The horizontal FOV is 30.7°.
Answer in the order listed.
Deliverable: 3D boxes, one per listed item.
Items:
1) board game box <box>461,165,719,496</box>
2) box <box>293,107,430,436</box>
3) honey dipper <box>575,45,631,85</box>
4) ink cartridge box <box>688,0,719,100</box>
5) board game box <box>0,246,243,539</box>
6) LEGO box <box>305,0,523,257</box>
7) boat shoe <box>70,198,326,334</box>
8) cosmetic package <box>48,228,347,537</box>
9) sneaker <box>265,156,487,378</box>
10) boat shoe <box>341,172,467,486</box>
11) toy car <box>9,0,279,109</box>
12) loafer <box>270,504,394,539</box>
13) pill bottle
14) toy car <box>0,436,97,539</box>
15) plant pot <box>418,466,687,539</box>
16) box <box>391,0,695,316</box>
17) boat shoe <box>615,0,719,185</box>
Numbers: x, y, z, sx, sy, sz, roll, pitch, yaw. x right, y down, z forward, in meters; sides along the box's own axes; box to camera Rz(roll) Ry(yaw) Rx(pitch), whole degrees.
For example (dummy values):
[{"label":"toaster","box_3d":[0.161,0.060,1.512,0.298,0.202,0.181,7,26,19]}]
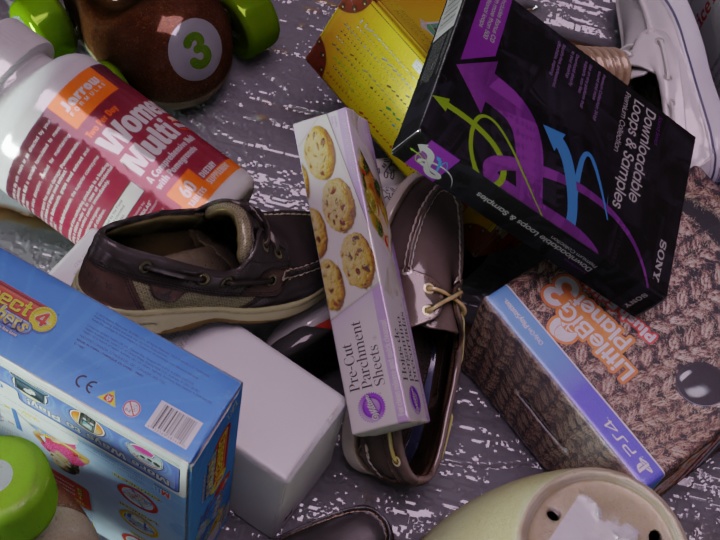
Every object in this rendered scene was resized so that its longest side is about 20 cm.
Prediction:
[{"label":"board game box","box_3d":[0.196,0.052,0.893,0.199,0.097,0.160,-31,69,-23]},{"label":"box","box_3d":[0.000,0.000,0.813,0.041,0.039,0.202,-15,77,20]},{"label":"honey dipper","box_3d":[0.116,-0.140,0.910,0.199,0.038,0.038,-5,57,-43]},{"label":"ink cartridge box","box_3d":[0.327,-0.150,0.998,0.082,0.146,0.201,-6,62,-13]},{"label":"board game box","box_3d":[-0.170,0.082,0.767,0.199,0.196,0.056,28,60,8]},{"label":"LEGO box","box_3d":[0.080,-0.117,0.949,0.148,0.077,0.200,-13,58,-50]},{"label":"boat shoe","box_3d":[-0.079,-0.009,0.801,0.199,0.065,0.073,-16,53,-41]},{"label":"cosmetic package","box_3d":[-0.112,0.072,0.836,0.199,0.102,0.071,34,60,10]},{"label":"sneaker","box_3d":[-0.012,-0.007,0.916,0.201,0.067,0.108,-32,68,-27]},{"label":"boat shoe","box_3d":[0.039,0.038,0.849,0.071,0.059,0.202,14,87,-40]},{"label":"toy car","box_3d":[-0.156,-0.225,0.941,0.164,0.200,0.158,-34,70,-24]},{"label":"loafer","box_3d":[-0.056,0.203,0.785,0.199,0.072,0.073,-35,69,-25]},{"label":"pill bottle","box_3d":[-0.180,-0.076,0.888,0.199,0.110,0.110,36,61,0]},{"label":"toy car","box_3d":[-0.258,0.136,0.752,0.157,0.165,0.200,-29,53,-22]},{"label":"plant pot","box_3d":[0.109,0.192,0.741,0.185,0.200,0.189,3,60,-6]},{"label":"box","box_3d":[0.124,-0.081,0.837,0.199,0.036,0.144,33,54,-19]},{"label":"boat shoe","box_3d":[0.231,-0.155,1.030,0.065,0.074,0.201,-6,60,-16]}]
